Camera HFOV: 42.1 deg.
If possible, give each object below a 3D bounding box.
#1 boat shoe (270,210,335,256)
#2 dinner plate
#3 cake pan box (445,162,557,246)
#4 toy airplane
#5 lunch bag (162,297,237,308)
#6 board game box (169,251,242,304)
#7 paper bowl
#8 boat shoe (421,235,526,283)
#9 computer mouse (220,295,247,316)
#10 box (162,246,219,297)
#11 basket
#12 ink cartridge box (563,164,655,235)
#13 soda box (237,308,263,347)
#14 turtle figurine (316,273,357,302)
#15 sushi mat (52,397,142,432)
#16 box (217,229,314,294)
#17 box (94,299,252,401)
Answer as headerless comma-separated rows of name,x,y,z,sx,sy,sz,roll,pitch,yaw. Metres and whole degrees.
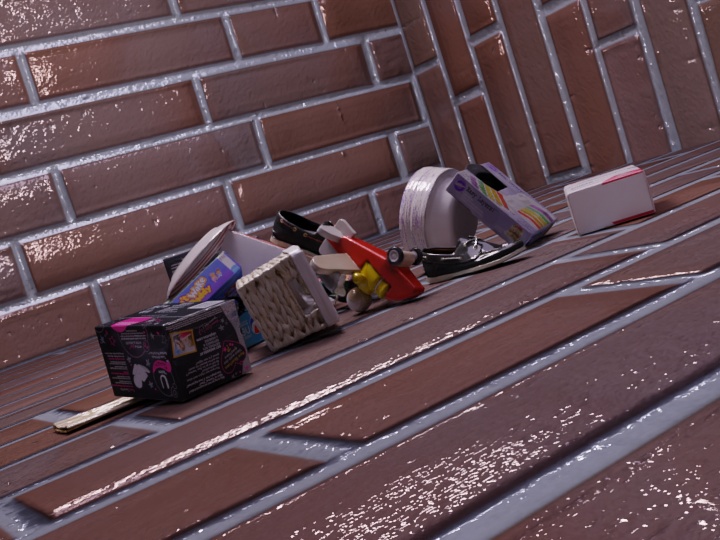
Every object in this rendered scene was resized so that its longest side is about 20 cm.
boat shoe,-0.070,-0.059,1.747,0.200,0.063,0.074,18,21,8
dinner plate,-0.311,-0.026,1.794,0.200,0.024,0.200,-49,0,0
cake pan box,0.280,-0.132,1.852,0.052,0.200,0.184,-55,-16,25
toy airplane,0.000,0.000,1.618,0.199,0.142,0.199,14,13,-11
lunch bag,-0.337,0.103,1.808,0.199,0.128,0.170,-9,2,-13
board game box,-0.289,0.074,1.642,0.200,0.045,0.135,-46,-14,-20
paper bowl,0.172,-0.111,1.929,0.104,0.202,0.200,7,18,32
boat shoe,0.199,-0.030,1.675,0.199,0.068,0.072,-14,4,31
computer mouse,-0.181,0.078,1.644,0.199,0.059,0.034,8,-22,-41
box,-0.387,0.040,2.315,0.117,0.201,0.197,-18,5,2
basket,-0.124,0.047,1.536,0.123,0.136,0.200,-30,6,-5
ink cartridge box,0.466,-0.135,1.766,0.144,0.085,0.200,-17,5,13
soda box,-0.230,0.113,1.651,0.067,0.065,0.200,-16,4,28
turtle figurine,-0.017,0.014,1.791,0.198,0.101,0.150,-1,26,6
sushi mat,-0.364,0.202,1.417,0.199,0.012,0.095,-21,6,-33
box,-0.174,0.003,1.833,0.151,0.107,0.200,19,0,18
box,-0.274,0.116,1.371,0.132,0.116,0.199,-21,11,-42
